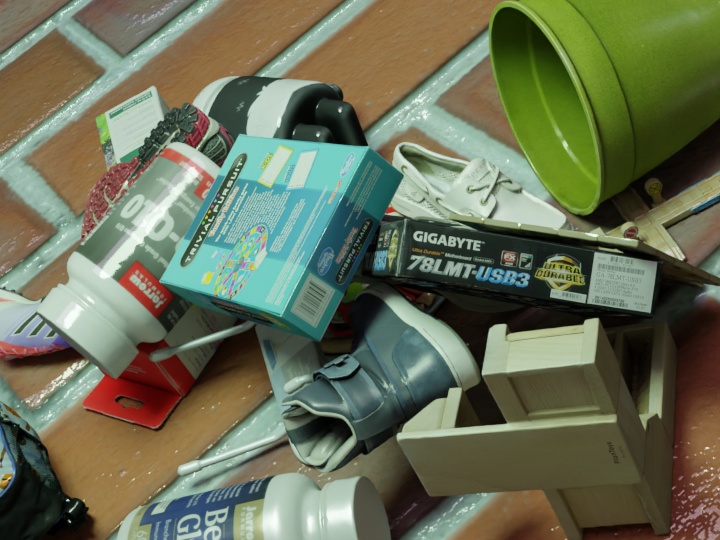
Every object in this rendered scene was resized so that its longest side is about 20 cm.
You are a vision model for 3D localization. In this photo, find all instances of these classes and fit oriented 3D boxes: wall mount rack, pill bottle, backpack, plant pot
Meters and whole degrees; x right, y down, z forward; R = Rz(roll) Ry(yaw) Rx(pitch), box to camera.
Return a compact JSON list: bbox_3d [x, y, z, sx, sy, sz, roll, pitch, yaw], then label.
[{"bbox_3d":[-0.098,0.088,1.302,0.174,0.074,0.201,-40,55,35],"label":"wall mount rack"},{"bbox_3d":[-0.081,0.221,1.157,0.198,0.111,0.112,-15,42,17],"label":"pill bottle"},{"bbox_3d":[-0.370,0.196,1.339,0.199,0.154,0.191,-36,30,-3],"label":"backpack"},{"bbox_3d":[-0.193,-0.008,1.348,0.114,0.114,0.200,27,72,45],"label":"pill bottle"},{"bbox_3d":[0.245,-0.181,1.328,0.192,0.201,0.201,-24,39,-11],"label":"plant pot"}]

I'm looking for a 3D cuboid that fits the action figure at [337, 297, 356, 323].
[{"bbox_3d":[-0.047,-0.039,1.387,0.099,0.065,0.200,-54,41,0],"label":"action figure"}]

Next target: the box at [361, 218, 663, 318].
[{"bbox_3d":[0.110,0.000,1.160,0.197,0.200,0.050,11,87,-7],"label":"box"}]

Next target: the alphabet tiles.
[{"bbox_3d":[0.190,-0.013,1.184,0.166,0.199,0.008,10,85,37],"label":"alphabet tiles"}]

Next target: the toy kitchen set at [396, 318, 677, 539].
[{"bbox_3d":[0.131,0.076,1.107,0.162,0.201,0.181,-8,45,23],"label":"toy kitchen set"}]

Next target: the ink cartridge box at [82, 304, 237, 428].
[{"bbox_3d":[-0.193,0.047,1.439,0.116,0.067,0.201,9,54,38],"label":"ink cartridge box"}]

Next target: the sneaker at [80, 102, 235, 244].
[{"bbox_3d":[-0.203,-0.074,1.461,0.200,0.074,0.081,-38,40,25],"label":"sneaker"}]

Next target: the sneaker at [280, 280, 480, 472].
[{"bbox_3d":[-0.007,0.084,1.191,0.146,0.077,0.202,-34,19,-10],"label":"sneaker"}]

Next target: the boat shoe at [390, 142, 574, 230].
[{"bbox_3d":[0.105,-0.068,1.356,0.199,0.070,0.071,21,44,32],"label":"boat shoe"}]

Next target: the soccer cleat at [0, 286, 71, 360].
[{"bbox_3d":[-0.335,0.064,1.519,0.199,0.068,0.074,10,71,38],"label":"soccer cleat"}]

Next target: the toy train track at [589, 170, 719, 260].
[{"bbox_3d":[0.283,-0.068,1.294,0.199,0.033,0.115,-28,40,2],"label":"toy train track"}]

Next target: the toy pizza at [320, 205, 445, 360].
[{"bbox_3d":[0.000,0.000,1.397,0.199,0.032,0.201,-17,42,16],"label":"toy pizza"}]

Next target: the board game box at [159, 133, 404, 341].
[{"bbox_3d":[-0.069,-0.033,1.229,0.199,0.047,0.152,12,71,54],"label":"board game box"}]

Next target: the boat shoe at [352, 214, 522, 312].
[{"bbox_3d":[0.063,-0.010,1.297,0.198,0.075,0.060,6,14,-9],"label":"boat shoe"}]

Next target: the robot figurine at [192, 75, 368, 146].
[{"bbox_3d":[-0.088,-0.135,1.522,0.199,0.150,0.126,10,98,37],"label":"robot figurine"}]

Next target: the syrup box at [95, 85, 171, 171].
[{"bbox_3d":[-0.223,-0.106,1.604,0.078,0.082,0.201,-28,39,4],"label":"syrup box"}]
